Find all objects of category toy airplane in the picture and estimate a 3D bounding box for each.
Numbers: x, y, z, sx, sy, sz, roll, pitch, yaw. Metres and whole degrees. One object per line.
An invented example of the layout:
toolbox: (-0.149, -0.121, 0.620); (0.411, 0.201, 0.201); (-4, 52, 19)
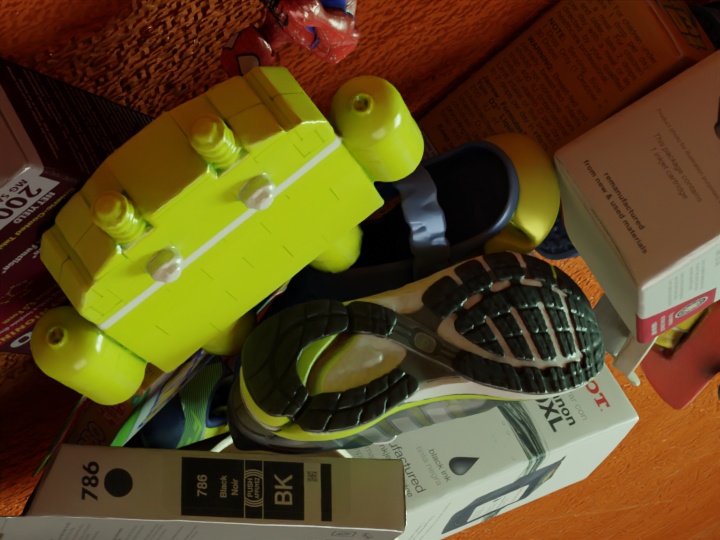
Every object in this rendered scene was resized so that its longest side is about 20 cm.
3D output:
toy airplane: (0.199, -0.021, 1.285); (0.200, 0.141, 0.200); (-69, 161, -2)

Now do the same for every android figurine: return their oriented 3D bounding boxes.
android figurine: (-0.056, -0.016, 0.874); (0.182, 0.041, 0.200); (-37, 163, -1)

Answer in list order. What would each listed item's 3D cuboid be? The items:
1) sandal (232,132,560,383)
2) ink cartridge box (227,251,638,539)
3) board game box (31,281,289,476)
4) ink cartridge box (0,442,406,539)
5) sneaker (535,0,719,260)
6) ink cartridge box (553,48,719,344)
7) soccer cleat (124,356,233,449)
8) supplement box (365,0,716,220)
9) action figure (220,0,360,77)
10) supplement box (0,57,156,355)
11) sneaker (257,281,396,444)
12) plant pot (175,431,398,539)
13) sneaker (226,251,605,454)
sandal: (0.000, 0.000, 1.041); (0.087, 0.080, 0.200); (13, 127, -49)
ink cartridge box: (0.042, 0.076, 1.274); (0.200, 0.145, 0.084); (-18, 157, -34)
board game box: (-0.078, 0.026, 1.038); (0.200, 0.030, 0.096); (-42, 173, -40)
ink cartridge box: (-0.087, 0.110, 0.988); (0.199, 0.039, 0.099); (3, 161, -16)
sneaker: (0.167, -0.075, 1.196); (0.078, 0.070, 0.200); (-8, 152, -39)
ink cartridge box: (0.201, -0.059, 1.068); (0.200, 0.086, 0.148); (-33, 165, -1)
soccer cleat: (-0.093, 0.090, 1.230); (0.083, 0.065, 0.200); (-24, 160, -3)
supplement box: (0.082, -0.069, 1.087); (0.200, 0.069, 0.066); (-42, 161, 23)
action figure: (-0.013, -0.131, 0.785); (0.099, 0.065, 0.200); (-21, 159, -46)
supplement box: (-0.136, -0.020, 0.888); (0.109, 0.061, 0.200); (-36, 162, 15)
sneaker: (0.034, 0.024, 1.177); (0.200, 0.113, 0.071); (-23, 161, -21)
plant pot: (-0.108, 0.183, 1.158); (0.200, 0.187, 0.186); (-10, 179, 43)
sneaker: (0.023, 0.042, 1.001); (0.199, 0.074, 0.081); (-7, 163, -28)
